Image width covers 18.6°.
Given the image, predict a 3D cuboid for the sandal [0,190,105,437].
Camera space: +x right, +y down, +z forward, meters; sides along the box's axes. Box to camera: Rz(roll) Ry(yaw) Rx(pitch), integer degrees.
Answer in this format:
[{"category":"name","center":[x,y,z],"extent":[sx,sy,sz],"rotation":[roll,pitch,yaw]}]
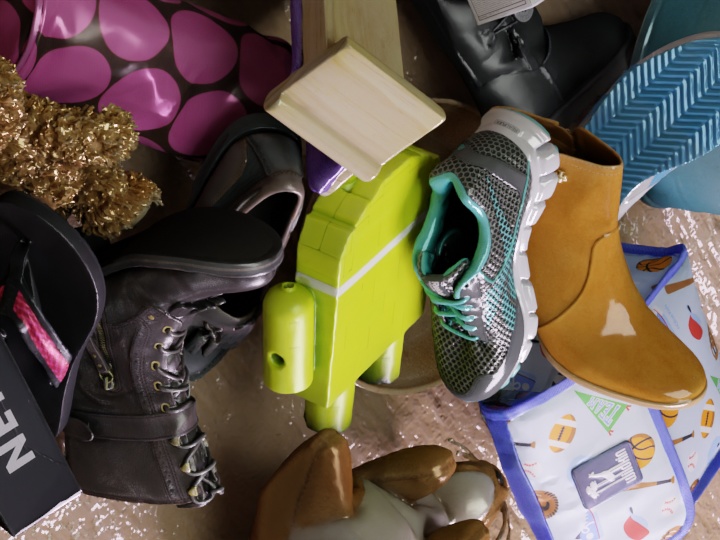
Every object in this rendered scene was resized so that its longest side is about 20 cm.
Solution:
[{"category":"sandal","center":[-0.189,0.038,1.235],"extent":[0.045,0.075,0.200],"rotation":[-49,162,-41]}]

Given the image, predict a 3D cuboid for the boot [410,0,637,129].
[{"category":"boot","center":[0.095,-0.195,1.452],"extent":[0.200,0.066,0.165],"rotation":[57,43,-18]}]

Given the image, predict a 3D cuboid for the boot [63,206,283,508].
[{"category":"boot","center":[-0.112,0.058,1.286],"extent":[0.069,0.200,0.174],"rotation":[-41,121,-51]}]

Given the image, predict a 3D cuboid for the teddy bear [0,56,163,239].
[{"category":"teddy bear","center":[-0.191,-0.072,1.212],"extent":[0.200,0.145,0.067],"rotation":[27,69,-43]}]

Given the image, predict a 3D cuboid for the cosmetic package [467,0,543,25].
[{"category":"cosmetic package","center":[0.127,-0.230,1.409],"extent":[0.200,0.051,0.083],"rotation":[-34,105,-47]}]

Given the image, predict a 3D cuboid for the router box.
[{"category":"router box","center":[-0.239,0.034,1.193],"extent":[0.051,0.149,0.200],"rotation":[-34,121,-20]}]

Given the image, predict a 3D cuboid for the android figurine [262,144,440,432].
[{"category":"android figurine","center":[0.000,0.000,1.347],"extent":[0.182,0.041,0.200],"rotation":[-44,147,-44]}]

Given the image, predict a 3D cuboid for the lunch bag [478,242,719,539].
[{"category":"lunch bag","center":[0.170,0.101,1.524],"extent":[0.200,0.124,0.170],"rotation":[-46,124,-37]}]

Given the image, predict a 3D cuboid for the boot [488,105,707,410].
[{"category":"boot","center":[0.148,-0.009,1.391],"extent":[0.071,0.201,0.144],"rotation":[-44,158,-46]}]

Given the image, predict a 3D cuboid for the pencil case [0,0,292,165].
[{"category":"pencil case","center":[-0.131,-0.115,1.284],"extent":[0.200,0.091,0.094],"rotation":[18,124,-37]}]

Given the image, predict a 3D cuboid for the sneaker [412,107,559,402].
[{"category":"sneaker","center":[0.062,0.000,1.360],"extent":[0.091,0.078,0.200],"rotation":[-31,134,-46]}]

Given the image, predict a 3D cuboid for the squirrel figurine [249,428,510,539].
[{"category":"squirrel figurine","center":[0.004,0.185,1.443],"extent":[0.200,0.142,0.187],"rotation":[-43,169,30]}]

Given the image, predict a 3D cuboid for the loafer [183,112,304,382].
[{"category":"loafer","center":[-0.083,0.000,1.309],"extent":[0.072,0.063,0.200],"rotation":[4,130,-26]}]

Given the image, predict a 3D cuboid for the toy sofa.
[{"category":"toy sofa","center":[-0.019,-0.146,1.273],"extent":[0.083,0.098,0.200],"rotation":[36,34,-34]}]

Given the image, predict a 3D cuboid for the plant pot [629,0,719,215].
[{"category":"plant pot","center":[0.310,-0.118,1.516],"extent":[0.200,0.188,0.200],"rotation":[-36,134,-48]}]

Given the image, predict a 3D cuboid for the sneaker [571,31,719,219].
[{"category":"sneaker","center":[0.180,-0.091,1.442],"extent":[0.077,0.200,0.081],"rotation":[46,27,-7]}]

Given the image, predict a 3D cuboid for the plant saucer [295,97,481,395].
[{"category":"plant saucer","center":[0.030,-0.018,1.461],"extent":[0.200,0.035,0.200],"rotation":[-11,108,-35]}]
